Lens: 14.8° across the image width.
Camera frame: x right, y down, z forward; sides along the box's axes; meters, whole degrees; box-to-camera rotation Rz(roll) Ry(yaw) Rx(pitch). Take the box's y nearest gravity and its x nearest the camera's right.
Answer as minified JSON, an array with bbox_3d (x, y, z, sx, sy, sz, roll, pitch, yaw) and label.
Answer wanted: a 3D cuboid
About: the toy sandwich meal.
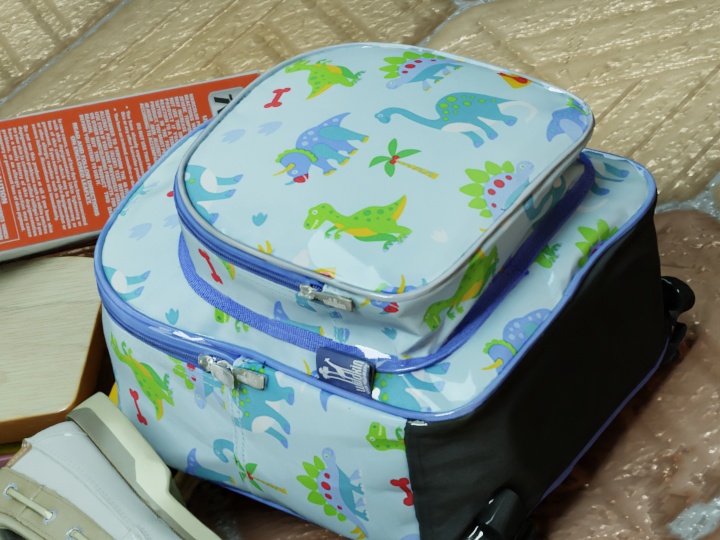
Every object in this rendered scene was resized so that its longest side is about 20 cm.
[{"bbox_3d":[-0.151,0.071,1.170,0.205,0.070,0.205,-16,29,9],"label":"toy sandwich meal"}]

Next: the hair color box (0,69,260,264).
[{"bbox_3d":[-0.148,-0.038,1.265,0.200,0.064,0.111,-12,-1,-33],"label":"hair color box"}]

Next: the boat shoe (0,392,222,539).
[{"bbox_3d":[-0.073,0.127,1.008,0.068,0.075,0.200,-34,43,-11],"label":"boat shoe"}]

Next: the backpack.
[{"bbox_3d":[0.000,0.000,1.080,0.200,0.147,0.183,14,42,30],"label":"backpack"}]
